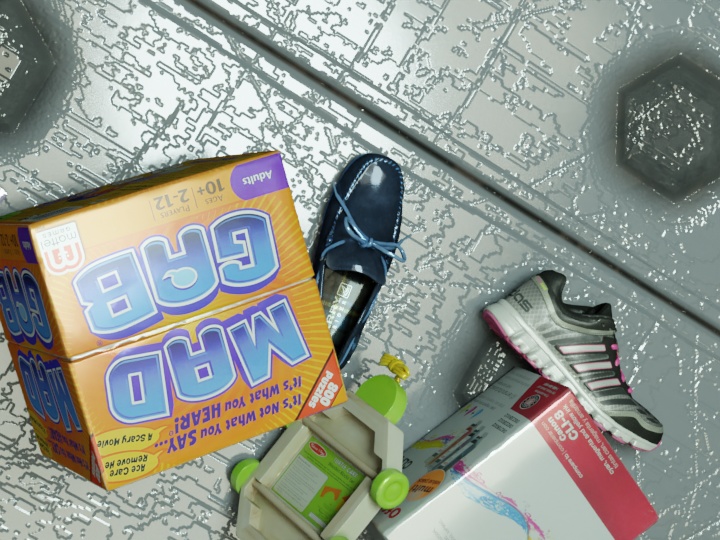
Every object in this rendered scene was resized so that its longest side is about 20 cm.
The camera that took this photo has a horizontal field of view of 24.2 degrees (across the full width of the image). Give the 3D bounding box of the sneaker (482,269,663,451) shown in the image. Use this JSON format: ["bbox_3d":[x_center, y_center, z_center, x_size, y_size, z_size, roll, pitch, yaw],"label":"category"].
[{"bbox_3d":[0.205,0.075,1.476,0.200,0.074,0.087,43,91,-8],"label":"sneaker"}]

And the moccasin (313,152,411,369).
[{"bbox_3d":[0.000,0.000,1.426,0.080,0.068,0.200,13,91,-14],"label":"moccasin"}]

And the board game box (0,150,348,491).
[{"bbox_3d":[-0.160,0.031,1.307,0.200,0.200,0.200,-19,99,-22],"label":"board game box"}]

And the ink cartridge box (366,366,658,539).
[{"bbox_3d":[0.115,0.204,1.430,0.200,0.145,0.145,-37,102,-8],"label":"ink cartridge box"}]

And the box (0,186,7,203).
[{"bbox_3d":[-0.361,0.003,1.359,0.039,0.041,0.200,38,85,-13],"label":"box"}]

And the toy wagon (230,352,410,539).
[{"bbox_3d":[-0.019,0.160,1.395,0.200,0.155,0.040,-51,130,-5],"label":"toy wagon"}]
